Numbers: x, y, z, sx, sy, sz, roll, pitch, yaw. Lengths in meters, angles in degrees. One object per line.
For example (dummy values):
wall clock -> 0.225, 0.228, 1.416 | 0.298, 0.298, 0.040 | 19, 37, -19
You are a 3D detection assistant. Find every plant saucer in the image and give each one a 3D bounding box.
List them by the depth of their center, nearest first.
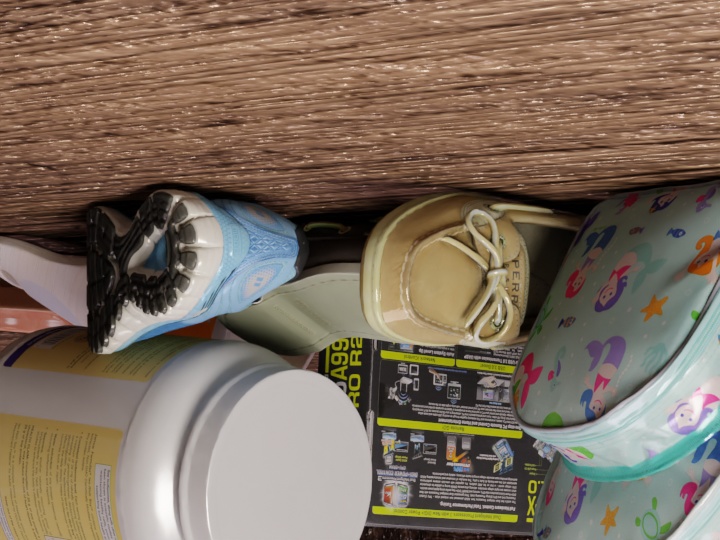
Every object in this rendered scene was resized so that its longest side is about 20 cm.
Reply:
plant saucer -> -0.230, 0.021, 1.917 | 0.199, 0.033, 0.200 | 3, 174, 0

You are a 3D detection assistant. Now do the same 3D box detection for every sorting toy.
sorting toy -> -0.135, 0.021, 1.663 | 0.179, 0.107, 0.200 | 22, 180, 17

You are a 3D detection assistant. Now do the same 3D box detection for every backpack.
backpack -> 0.158, 0.060, 1.235 | 0.150, 0.201, 0.177 | 28, 166, -24

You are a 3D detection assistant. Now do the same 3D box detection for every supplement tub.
supplement tub -> -0.107, 0.107, 1.481 | 0.199, 0.146, 0.145 | 4, 177, 44

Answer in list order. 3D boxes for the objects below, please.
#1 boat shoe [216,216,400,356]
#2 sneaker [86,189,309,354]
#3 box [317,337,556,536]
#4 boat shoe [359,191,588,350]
boat shoe -> 0.000, 0.000, 1.431 | 0.072, 0.061, 0.201 | 39, 153, -30
sneaker -> -0.086, 0.003, 1.422 | 0.090, 0.079, 0.200 | 1, 177, -23
box -> 0.058, 0.069, 1.569 | 0.044, 0.161, 0.199 | -1, 174, 44
boat shoe -> 0.080, 0.002, 1.304 | 0.063, 0.074, 0.200 | 3, 179, 42
